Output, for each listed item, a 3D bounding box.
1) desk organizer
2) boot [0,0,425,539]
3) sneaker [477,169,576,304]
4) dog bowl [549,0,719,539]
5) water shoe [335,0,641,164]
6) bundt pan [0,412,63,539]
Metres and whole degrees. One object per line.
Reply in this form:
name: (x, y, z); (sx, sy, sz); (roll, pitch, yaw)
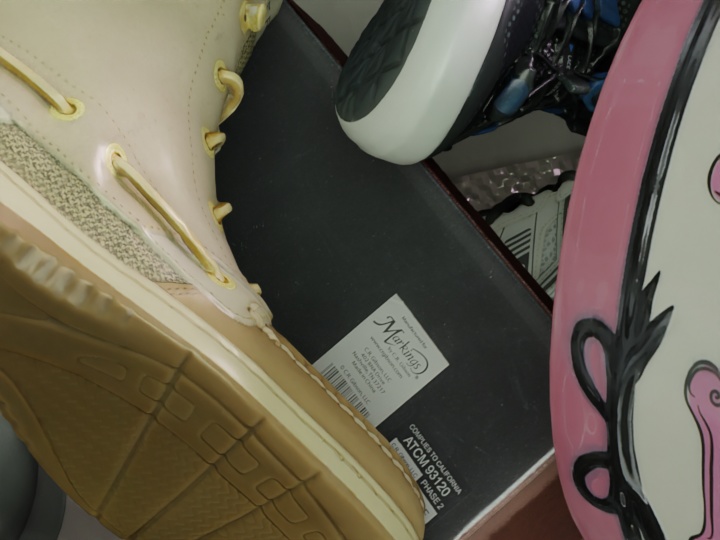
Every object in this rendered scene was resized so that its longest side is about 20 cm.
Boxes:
desk organizer: (0.000, 0.000, 0.797); (0.072, 0.077, 0.200); (-42, 58, 6)
boot: (-0.044, -0.021, 0.730); (0.200, 0.156, 0.073); (39, 134, -6)
sneaker: (0.063, -0.004, 0.846); (0.088, 0.076, 0.200); (32, 84, 11)
dog bowl: (0.112, -0.001, 0.710); (0.074, 0.200, 0.200); (11, 90, 26)
water shoe: (0.053, -0.071, 0.787); (0.079, 0.200, 0.072); (35, 118, -4)
bundt pan: (-0.155, 0.021, 0.782); (0.076, 0.202, 0.202); (-44, 89, -6)
